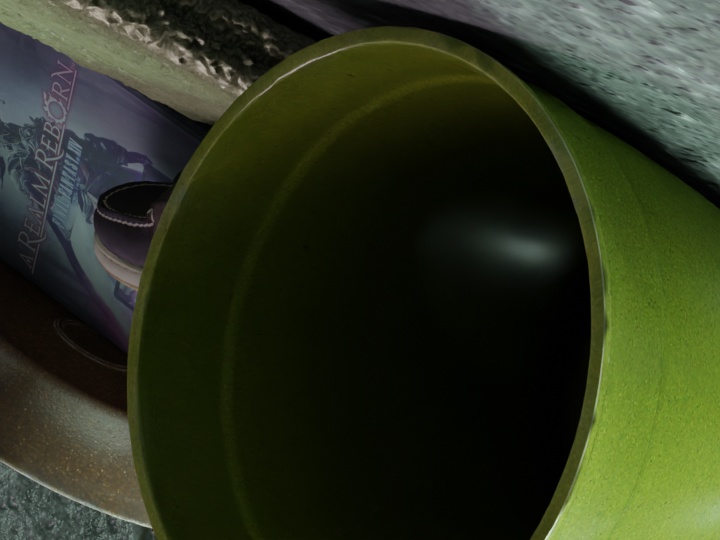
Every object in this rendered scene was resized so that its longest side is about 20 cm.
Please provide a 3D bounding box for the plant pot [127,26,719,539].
[{"bbox_3d":[0.059,0.037,0.887,0.200,0.201,0.193,21,-174,43],"label":"plant pot"}]

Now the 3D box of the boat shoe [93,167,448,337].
[{"bbox_3d":[-0.040,-0.021,1.030,0.072,0.065,0.200,-19,-161,-31],"label":"boat shoe"}]

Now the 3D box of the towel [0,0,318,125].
[{"bbox_3d":[-0.100,-0.102,0.971,0.200,0.037,0.148,27,175,-23],"label":"towel"}]

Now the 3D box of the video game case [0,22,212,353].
[{"bbox_3d":[-0.101,-0.028,1.153,0.200,0.019,0.143,35,135,17],"label":"video game case"}]

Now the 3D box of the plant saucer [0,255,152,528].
[{"bbox_3d":[-0.126,0.046,1.190,0.200,0.037,0.200,28,-165,-8],"label":"plant saucer"}]
